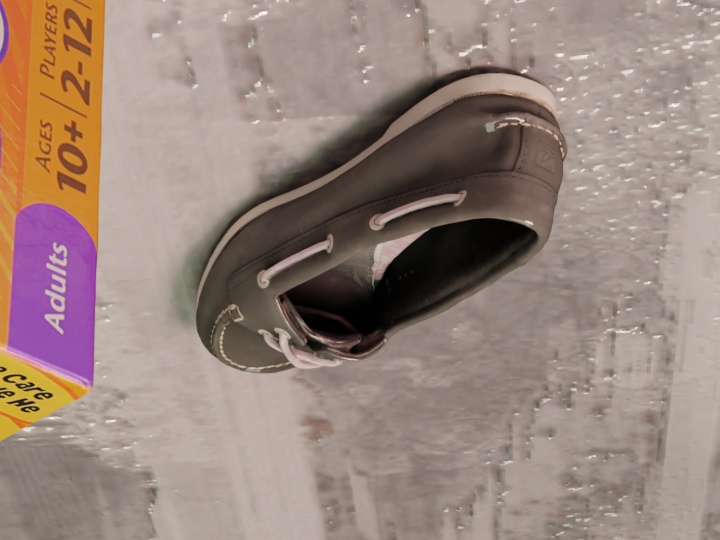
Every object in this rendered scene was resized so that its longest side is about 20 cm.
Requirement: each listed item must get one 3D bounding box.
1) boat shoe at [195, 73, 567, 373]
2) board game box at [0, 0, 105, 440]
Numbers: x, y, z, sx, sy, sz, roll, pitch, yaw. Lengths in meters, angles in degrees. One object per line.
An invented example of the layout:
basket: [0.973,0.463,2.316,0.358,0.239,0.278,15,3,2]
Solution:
boat shoe: [0.000,0.000,0.830,0.066,0.057,0.200,19,143,-30]
board game box: [-0.203,-0.054,0.591,0.199,0.201,0.199,-27,142,36]
